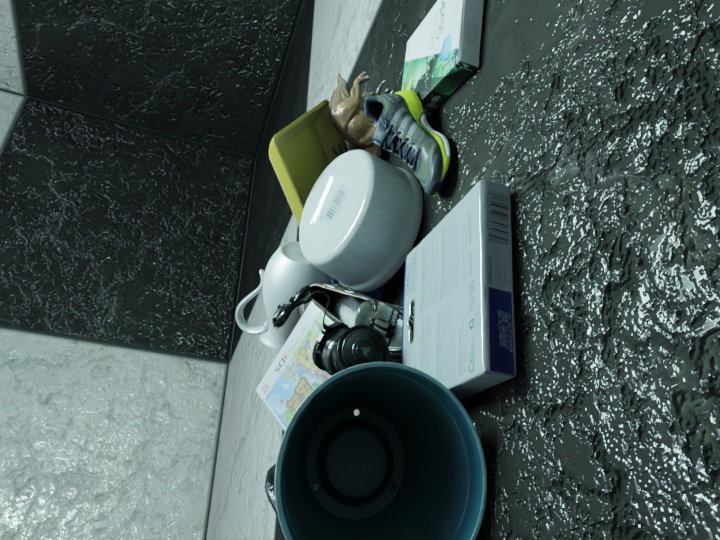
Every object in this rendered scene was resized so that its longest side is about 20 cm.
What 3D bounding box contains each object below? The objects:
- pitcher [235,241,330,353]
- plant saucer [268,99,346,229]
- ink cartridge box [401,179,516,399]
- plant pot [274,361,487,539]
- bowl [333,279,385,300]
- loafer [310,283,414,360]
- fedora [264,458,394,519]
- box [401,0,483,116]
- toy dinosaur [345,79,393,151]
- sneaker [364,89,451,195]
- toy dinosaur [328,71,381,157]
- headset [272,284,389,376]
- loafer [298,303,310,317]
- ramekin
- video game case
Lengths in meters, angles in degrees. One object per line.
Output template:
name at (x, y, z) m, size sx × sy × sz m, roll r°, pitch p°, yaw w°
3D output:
pitcher at (-0.144, 0.049, 1.042) m, size 0.122 × 0.167 × 0.205 m, roll -55°, pitch -19°, yaw -62°
plant saucer at (-0.078, -0.163, 0.987) m, size 0.201 × 0.047 × 0.204 m, roll -52°, pitch -53°, yaw -49°
ink cartridge box at (0.101, 0.038, 0.632) m, size 0.200 × 0.039 × 0.205 m, roll 133°, pitch 144°, yaw -62°
plant pot at (0.006, 0.207, 0.600) m, size 0.188 × 0.194 × 0.206 m, roll 127°, pitch 152°, yaw -73°
bowl at (0.000, 0.000, 0.983) m, size 0.200 × 0.038 × 0.207 m, roll -168°, pitch 89°, yaw -73°
loafer at (-0.001, 0.065, 0.780) m, size 0.198 × 0.062 × 0.074 m, roll 22°, pitch 89°, yaw 46°
fedora at (-0.055, 0.283, 0.741) m, size 0.196 × 0.091 × 0.207 m, roll -5°, pitch 81°, yaw 35°
box at (0.112, -0.313, 0.826) m, size 0.200 × 0.035 × 0.149 m, roll 150°, pitch 129°, yaw -69°
toy dinosaur at (0.000, -0.249, 1.083) m, size 0.102 × 0.075 × 0.206 m, roll 134°, pitch 150°, yaw -82°
sneaker at (0.060, -0.176, 0.791) m, size 0.075 × 0.079 × 0.203 m, roll 107°, pitch 150°, yaw -43°
toy dinosaur at (-0.011, -0.251, 1.002) m, size 0.134 × 0.202 × 0.086 m, roll -35°, pitch -3°, yaw 6°
headset at (-0.026, 0.109, 0.713) m, size 0.094 × 0.203 × 0.122 m, roll -39°, pitch 17°, yaw -25°
loafer at (-0.045, 0.117, 0.912) m, size 0.071 × 0.072 × 0.204 m, roll -44°, pitch 64°, yaw 53°
ramekin at (-0.007, -0.078, 0.860) m, size 0.199 × 0.096 × 0.205 m, roll -31°, pitch 47°, yaw 40°
video game case at (-0.058, 0.170, 0.850) m, size 0.199 × 0.022 × 0.184 m, roll 41°, pitch 102°, yaw 37°
